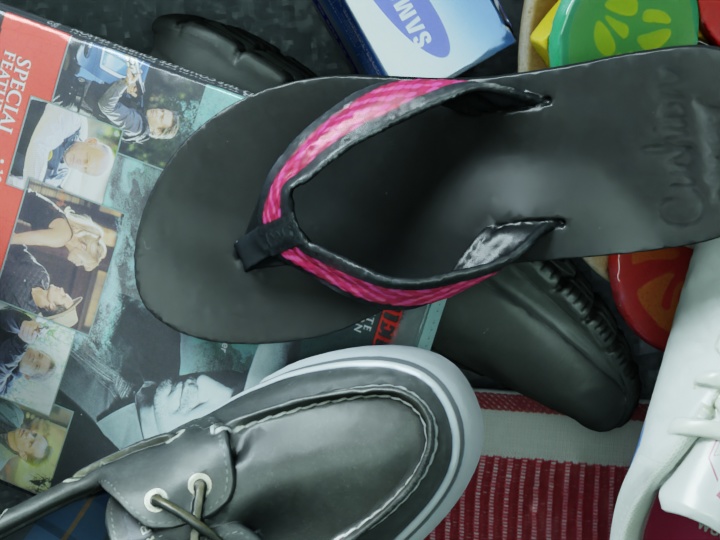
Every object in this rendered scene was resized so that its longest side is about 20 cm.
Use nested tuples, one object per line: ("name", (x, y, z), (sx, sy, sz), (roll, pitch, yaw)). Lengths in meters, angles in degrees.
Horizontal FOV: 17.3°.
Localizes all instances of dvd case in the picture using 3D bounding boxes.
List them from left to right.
("dvd case", (-0.075, 0.006, 0.744), (0.199, 0.022, 0.147), (20, 99, 16))

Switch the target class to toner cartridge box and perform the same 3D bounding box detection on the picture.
("toner cartridge box", (-0.023, -0.147, 0.752), (0.043, 0.095, 0.201), (-30, 94, -2))

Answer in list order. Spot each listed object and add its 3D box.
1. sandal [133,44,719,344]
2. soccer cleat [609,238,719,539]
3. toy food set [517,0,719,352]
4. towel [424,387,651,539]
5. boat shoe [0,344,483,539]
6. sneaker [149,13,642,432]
("sandal", (0.020, -0.024, 0.676), (0.199, 0.045, 0.076), (-11, 96, 20))
("soccer cleat", (0.121, 0.033, 0.697), (0.069, 0.086, 0.201), (17, 106, 14))
("toy food set", (0.133, -0.073, 0.755), (0.198, 0.049, 0.200), (-49, 127, -10))
("towel", (0.063, 0.141, 0.781), (0.143, 0.023, 0.201), (4, 85, 14))
("boat shoe", (-0.057, 0.082, 0.702), (0.199, 0.057, 0.069), (-26, 86, 16))
("sneaker", (0.000, 0.000, 0.773), (0.199, 0.076, 0.091), (34, 97, 9))
